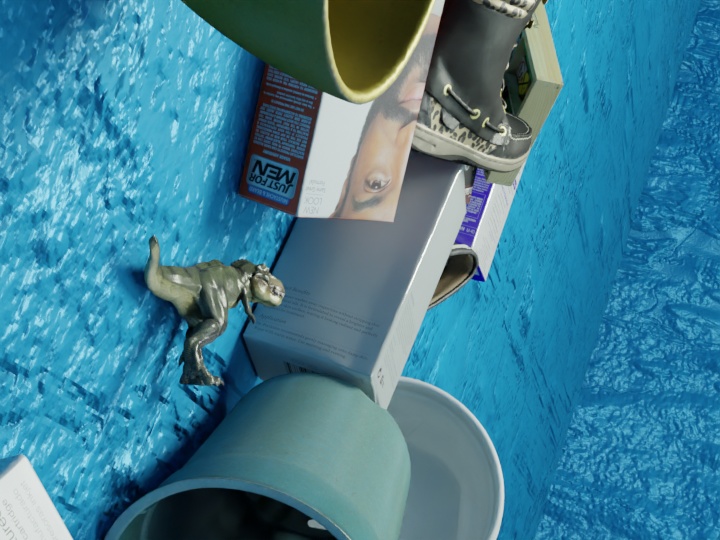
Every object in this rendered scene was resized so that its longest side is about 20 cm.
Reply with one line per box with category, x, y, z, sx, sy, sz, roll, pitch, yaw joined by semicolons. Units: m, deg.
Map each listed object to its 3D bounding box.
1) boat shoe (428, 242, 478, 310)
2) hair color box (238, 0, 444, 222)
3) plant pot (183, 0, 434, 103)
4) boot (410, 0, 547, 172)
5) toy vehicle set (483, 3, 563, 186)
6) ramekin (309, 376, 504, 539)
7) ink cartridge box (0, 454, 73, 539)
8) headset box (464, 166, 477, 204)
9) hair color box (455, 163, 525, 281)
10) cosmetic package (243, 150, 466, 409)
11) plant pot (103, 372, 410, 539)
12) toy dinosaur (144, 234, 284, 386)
boat shoe;0.037;0.016;1.330;0.199;0.060;0.075;-27;133;-52
hair color box;-0.008;-0.139;1.023;0.110;0.064;0.202;0;108;-51
plant pot;-0.042;-0.201;0.745;0.200;0.141;0.202;17;90;-74
boot;0.099;-0.160;1.139;0.199;0.073;0.152;4;117;-52
toy vehicle set;0.137;-0.191;1.363;0.201;0.026;0.125;-95;-159;-44
ramekin;0.022;0.202;1.275;0.105;0.198;0.202;91;20;-66
ink cartridge box;-0.194;0.198;0.637;0.146;0.084;0.200;64;32;-16
headset box;0.063;-0.139;1.291;0.149;0.077;0.202;-20;125;-70
hair color box;0.130;-0.103;1.570;0.109;0.064;0.202;57;52;-68
cosmetic package;0.000;0.000;1.152;0.081;0.112;0.201;79;33;-59
plant pot;-0.054;0.181;1.026;0.196;0.198;0.202;-58;159;-62
toy dinosaur;-0.103;0.030;0.957;0.200;0.047;0.089;14;77;-73
